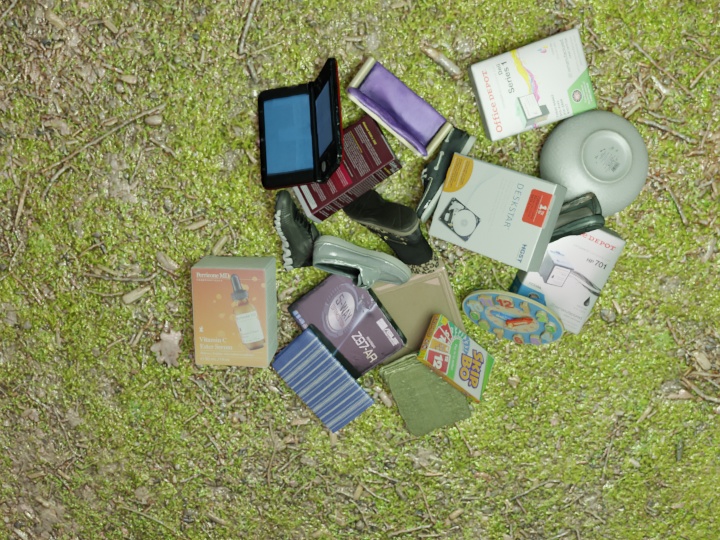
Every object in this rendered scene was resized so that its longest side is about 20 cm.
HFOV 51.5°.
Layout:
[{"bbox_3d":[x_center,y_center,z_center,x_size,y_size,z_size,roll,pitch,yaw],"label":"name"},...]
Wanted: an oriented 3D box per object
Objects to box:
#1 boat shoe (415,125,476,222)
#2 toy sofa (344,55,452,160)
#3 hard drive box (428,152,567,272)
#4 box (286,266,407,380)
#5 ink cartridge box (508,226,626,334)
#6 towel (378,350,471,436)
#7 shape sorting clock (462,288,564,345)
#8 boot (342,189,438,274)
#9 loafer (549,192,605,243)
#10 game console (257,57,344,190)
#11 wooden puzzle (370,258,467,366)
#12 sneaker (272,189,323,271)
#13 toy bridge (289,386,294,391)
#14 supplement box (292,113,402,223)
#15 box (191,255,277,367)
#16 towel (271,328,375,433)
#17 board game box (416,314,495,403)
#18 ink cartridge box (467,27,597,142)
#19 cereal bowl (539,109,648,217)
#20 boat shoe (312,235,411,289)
[{"bbox_3d":[0.145,-0.181,1.392,0.060,0.076,0.201,30,67,6],"label":"boat shoe"},{"bbox_3d":[0.071,-0.300,1.381,0.199,0.098,0.083,39,103,-5],"label":"toy sofa"},{"bbox_3d":[0.241,-0.104,1.320,0.198,0.076,0.158,22,99,28],"label":"hard drive box"},{"bbox_3d":[-0.026,0.108,1.491,0.159,0.044,0.201,-34,94,13],"label":"box"},{"bbox_3d":[0.392,-0.004,1.435,0.145,0.086,0.202,23,106,1],"label":"ink cartridge box"},{"bbox_3d":[0.136,0.245,1.520,0.147,0.037,0.202,-21,118,10],"label":"towel"},{"bbox_3d":[0.289,0.093,1.427,0.198,0.200,0.040,26,63,-2],"label":"shape sorting clock"},{"bbox_3d":[0.059,-0.074,1.436,0.073,0.199,0.151,-52,134,-16],"label":"boot"},{"bbox_3d":[0.340,-0.085,1.349,0.198,0.072,0.064,-15,74,31],"label":"loafer"},{"bbox_3d":[-0.112,-0.266,1.362,0.117,0.172,0.203,0,77,-19],"label":"game console"},{"bbox_3d":[0.108,0.094,1.512,0.183,0.037,0.203,-18,97,9],"label":"wooden puzzle"},{"bbox_3d":[-0.115,-0.077,1.434,0.089,0.067,0.202,0,137,5],"label":"sneaker"},{"bbox_3d":[-0.085,0.167,1.548,0.067,0.027,0.201,37,103,-4],"label":"toy bridge"},{"bbox_3d":[-0.032,-0.191,1.417,0.199,0.061,0.110,-32,72,12],"label":"supplement box"},{"bbox_3d":[-0.250,0.079,1.499,0.150,0.106,0.203,1,105,5],"label":"box"},{"bbox_3d":[-0.078,0.222,1.504,0.200,0.024,0.145,48,127,0],"label":"towel"},{"bbox_3d":[0.195,0.177,1.464,0.200,0.030,0.096,39,65,-34],"label":"board game box"},{"bbox_3d":[0.309,-0.335,1.359,0.197,0.084,0.147,-17,102,9],"label":"ink cartridge box"},{"bbox_3d":[0.431,-0.198,1.352,0.197,0.083,0.203,0,84,-3],"label":"cereal bowl"},{"bbox_3d":[0.000,0.000,1.417,0.198,0.070,0.072,19,63,-12],"label":"boat shoe"}]
